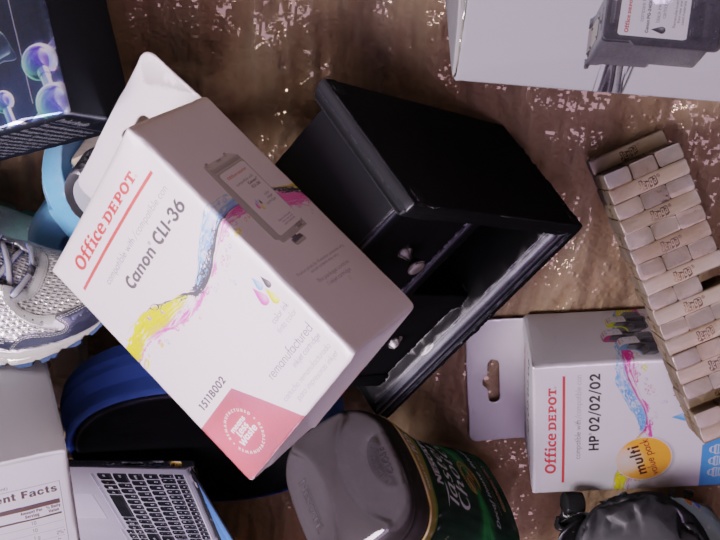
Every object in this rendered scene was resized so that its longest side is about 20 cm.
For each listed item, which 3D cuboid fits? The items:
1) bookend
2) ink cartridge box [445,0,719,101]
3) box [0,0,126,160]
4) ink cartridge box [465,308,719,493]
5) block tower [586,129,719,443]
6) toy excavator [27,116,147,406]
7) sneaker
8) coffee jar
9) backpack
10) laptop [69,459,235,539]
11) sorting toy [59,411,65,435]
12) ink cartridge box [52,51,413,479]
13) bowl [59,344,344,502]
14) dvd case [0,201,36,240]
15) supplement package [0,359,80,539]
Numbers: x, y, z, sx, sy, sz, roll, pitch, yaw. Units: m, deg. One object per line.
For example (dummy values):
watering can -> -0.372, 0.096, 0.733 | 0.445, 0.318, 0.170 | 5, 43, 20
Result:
bookend -> 0.000, 0.000, 0.752 | 0.199, 0.092, 0.199 | -46, 154, 24
ink cartridge box -> 0.146, -0.163, 0.680 | 0.198, 0.146, 0.084 | 4, 124, -1
box -> -0.250, -0.133, 0.702 | 0.198, 0.107, 0.150 | -13, 91, 9
ink cartridge box -> 0.176, 0.093, 0.882 | 0.198, 0.068, 0.116 | -3, 121, 4
block tower -> 0.207, 0.013, 0.792 | 0.054, 0.058, 0.201 | -22, 93, 4
toy excavator -> -0.172, -0.002, 0.832 | 0.199, 0.100, 0.195 | -18, 121, 28
sneaker -> -0.243, 0.000, 0.729 | 0.198, 0.077, 0.085 | 5, 141, 1
coffee jar -> 0.032, 0.163, 0.859 | 0.085, 0.105, 0.200 | -34, 150, 16
backpack -> 0.221, 0.238, 0.901 | 0.126, 0.200, 0.168 | -12, 76, 13
laptop -> -0.140, 0.223, 0.902 | 0.198, 0.117, 0.188 | 1, 150, 2
sorting toy -> -0.349, 0.158, 0.937 | 0.199, 0.070, 0.199 | 29, 118, -15
ink cartridge box -> -0.084, -0.005, 0.654 | 0.200, 0.067, 0.117 | 45, 127, 9
bowl -> -0.110, 0.111, 0.871 | 0.199, 0.040, 0.201 | -1, 148, -1
dvd case -> -0.310, 0.035, 0.844 | 0.145, 0.022, 0.201 | 20, 100, -15
supplement package -> -0.258, 0.116, 0.748 | 0.155, 0.200, 0.112 | -11, 119, -16
